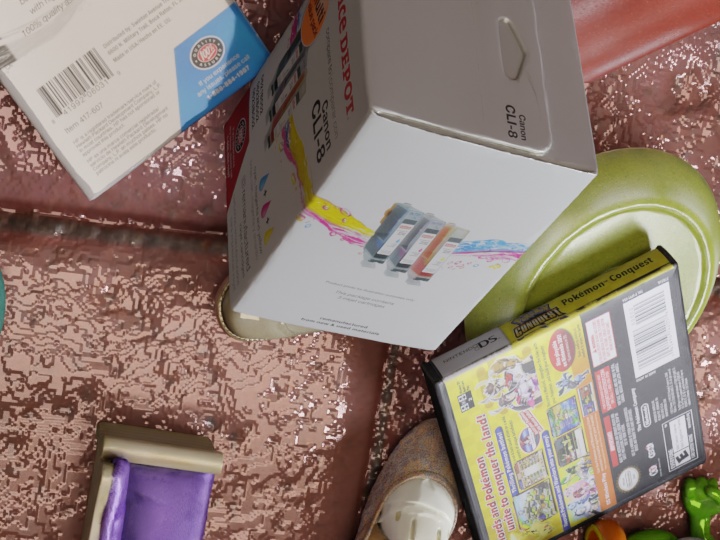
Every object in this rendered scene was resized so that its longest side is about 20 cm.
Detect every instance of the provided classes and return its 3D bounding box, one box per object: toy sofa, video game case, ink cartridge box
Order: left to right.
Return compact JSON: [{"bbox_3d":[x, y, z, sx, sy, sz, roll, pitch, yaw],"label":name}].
[{"bbox_3d":[-0.171,-0.169,1.032,0.145,0.084,0.201,-36,105,-5],"label":"ink cartridge box"},{"bbox_3d":[-0.148,0.208,1.102,0.082,0.098,0.202,10,97,-14],"label":"toy sofa"},{"bbox_3d":[0.022,-0.073,0.978,0.143,0.147,0.200,13,142,-23],"label":"ink cartridge box"},{"bbox_3d":[0.144,0.098,1.139,0.179,0.026,0.201,-26,131,-9],"label":"video game case"}]

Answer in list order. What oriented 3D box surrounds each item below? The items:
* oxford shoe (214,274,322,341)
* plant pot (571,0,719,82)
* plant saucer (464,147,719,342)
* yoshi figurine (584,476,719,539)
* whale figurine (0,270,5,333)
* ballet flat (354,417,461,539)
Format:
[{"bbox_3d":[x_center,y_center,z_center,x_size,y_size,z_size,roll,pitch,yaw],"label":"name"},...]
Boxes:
[{"bbox_3d":[0.000,0.000,1.107,0.198,0.074,0.072,-21,104,-8],"label":"oxford shoe"},{"bbox_3d":[0.184,-0.227,1.031,0.194,0.201,0.202,-29,107,25],"label":"plant pot"},{"bbox_3d":[0.165,0.014,1.127,0.198,0.031,0.202,-14,127,-19],"label":"plant saucer"},{"bbox_3d":[0.266,0.208,1.191,0.198,0.112,0.114,-1,94,-15],"label":"yoshi figurine"},{"bbox_3d":[-0.310,0.000,1.040,0.199,0.104,0.160,34,92,8],"label":"whale figurine"},{"bbox_3d":[0.025,0.200,1.154,0.068,0.067,0.202,24,94,-16],"label":"ballet flat"}]
